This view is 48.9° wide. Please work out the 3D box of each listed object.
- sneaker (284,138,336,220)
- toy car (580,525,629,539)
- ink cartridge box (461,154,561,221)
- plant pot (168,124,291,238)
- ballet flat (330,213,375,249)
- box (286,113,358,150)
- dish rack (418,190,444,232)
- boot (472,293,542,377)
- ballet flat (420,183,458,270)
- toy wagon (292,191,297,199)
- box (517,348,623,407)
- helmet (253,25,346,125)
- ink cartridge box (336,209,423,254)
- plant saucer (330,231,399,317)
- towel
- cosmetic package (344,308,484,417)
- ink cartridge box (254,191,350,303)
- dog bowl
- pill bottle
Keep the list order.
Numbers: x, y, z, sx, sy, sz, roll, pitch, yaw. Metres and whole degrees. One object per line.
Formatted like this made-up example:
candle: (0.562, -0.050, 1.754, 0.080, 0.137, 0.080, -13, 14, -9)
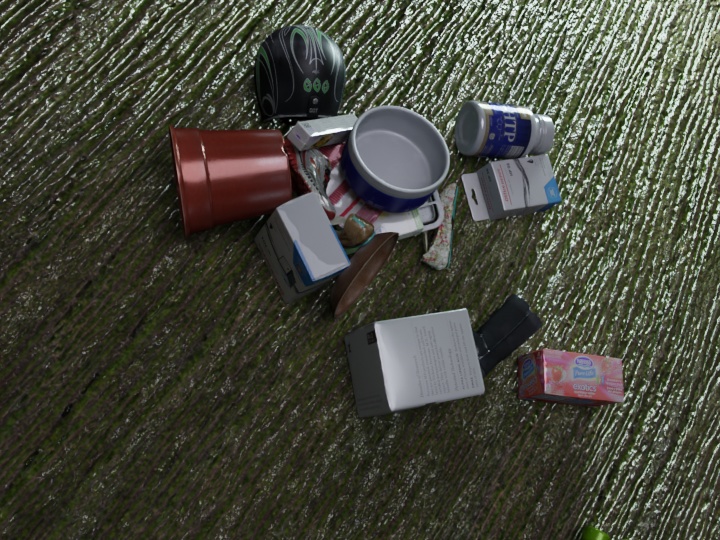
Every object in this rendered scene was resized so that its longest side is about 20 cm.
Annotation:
sneaker: (-0.085, -0.178, 1.477, 0.082, 0.078, 0.200, -16, 60, -16)
toy car: (0.508, 0.640, 1.582, 0.200, 0.157, 0.165, 47, 64, -36)
ink cartridge box: (0.334, -0.182, 1.752, 0.199, 0.067, 0.116, -11, 81, -25)
plant pot: (-0.233, -0.171, 1.425, 0.195, 0.201, 0.202, -9, 79, -14)
ballet flat: (-0.049, -0.063, 1.485, 0.072, 0.200, 0.068, 47, 60, -12)
box: (-0.062, -0.265, 1.512, 0.041, 0.039, 0.200, 49, 33, 10)
dish rack: (0.069, -0.162, 1.631, 0.171, 0.044, 0.201, -15, 81, -5)
boot: (0.267, 0.109, 1.643, 0.200, 0.066, 0.165, -35, 99, -23)
ballet flat: (0.165, -0.098, 1.659, 0.064, 0.076, 0.201, 10, 68, -3)
toy wagon: (-0.184, -0.198, 1.559, 0.200, 0.040, 0.156, 28, 67, -12)
box: (0.440, 0.228, 1.662, 0.199, 0.103, 0.095, 9, 72, -19)
helmet: (-0.120, -0.388, 1.566, 0.199, 0.200, 0.192, -1, 93, -23)
ink cartridge box: (0.009, -0.117, 1.576, 0.199, 0.048, 0.146, -17, 81, -7)
plant saucer: (0.000, 0.000, 1.499, 0.037, 0.201, 0.200, 37, 64, 10)
towel: (-0.039, -0.171, 1.543, 0.200, 0.023, 0.144, 38, 73, 5)
cosmetic package: (0.098, 0.177, 1.501, 0.199, 0.165, 0.166, -7, 79, -23)
ink cartridge box: (-0.111, -0.037, 1.454, 0.086, 0.200, 0.147, -25, 85, -25)
dog bowl: (0.066, -0.214, 1.523, 0.199, 0.079, 0.201, 9, 61, -16)
pill bottle: (0.321, -0.308, 1.752, 0.199, 0.120, 0.120, 0, 75, -22)
